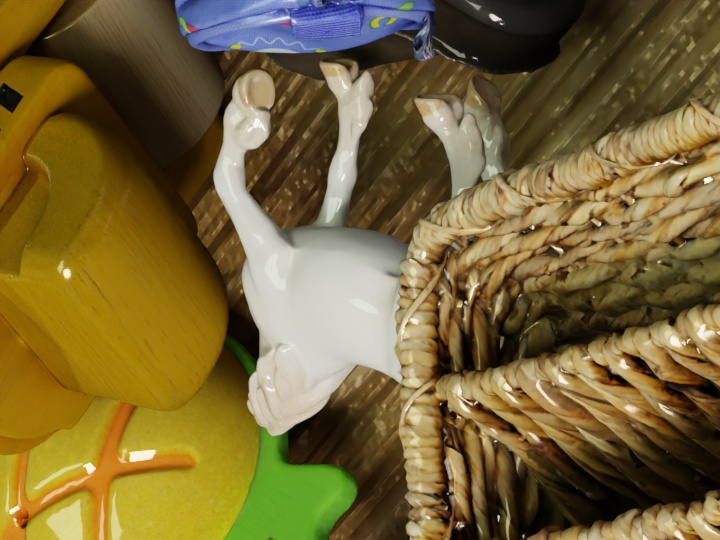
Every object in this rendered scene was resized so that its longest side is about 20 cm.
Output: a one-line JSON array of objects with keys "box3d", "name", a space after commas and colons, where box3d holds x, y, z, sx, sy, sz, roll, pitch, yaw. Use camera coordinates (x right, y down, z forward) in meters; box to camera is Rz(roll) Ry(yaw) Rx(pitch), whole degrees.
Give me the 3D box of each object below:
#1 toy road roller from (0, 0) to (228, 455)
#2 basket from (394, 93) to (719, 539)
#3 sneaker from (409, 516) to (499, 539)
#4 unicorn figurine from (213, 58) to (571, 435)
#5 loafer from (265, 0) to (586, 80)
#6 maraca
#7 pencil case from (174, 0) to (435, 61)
[{"box3d": [-0.101, -0.027, 1.044, 0.146, 0.123, 0.200, 10, 58, 40], "name": "toy road roller"}, {"box3d": [0.087, 0.059, 0.815, 0.200, 0.149, 0.143, -17, 41, 57], "name": "basket"}, {"box3d": [0.047, 0.108, 1.021, 0.081, 0.076, 0.200, 44, 121, 47], "name": "sneaker"}, {"box3d": [0.000, 0.000, 0.990, 0.200, 0.074, 0.138, 24, 119, 59], "name": "unicorn figurine"}, {"box3d": [0.003, -0.099, 1.034, 0.200, 0.073, 0.071, 28, 121, 47], "name": "loafer"}, {"box3d": [-0.079, 0.087, 1.094, 0.137, 0.107, 0.200, -50, 42, -3], "name": "maraca"}, {"box3d": [-0.022, -0.161, 0.903, 0.087, 0.078, 0.200, -167, 73, -73], "name": "pencil case"}]
